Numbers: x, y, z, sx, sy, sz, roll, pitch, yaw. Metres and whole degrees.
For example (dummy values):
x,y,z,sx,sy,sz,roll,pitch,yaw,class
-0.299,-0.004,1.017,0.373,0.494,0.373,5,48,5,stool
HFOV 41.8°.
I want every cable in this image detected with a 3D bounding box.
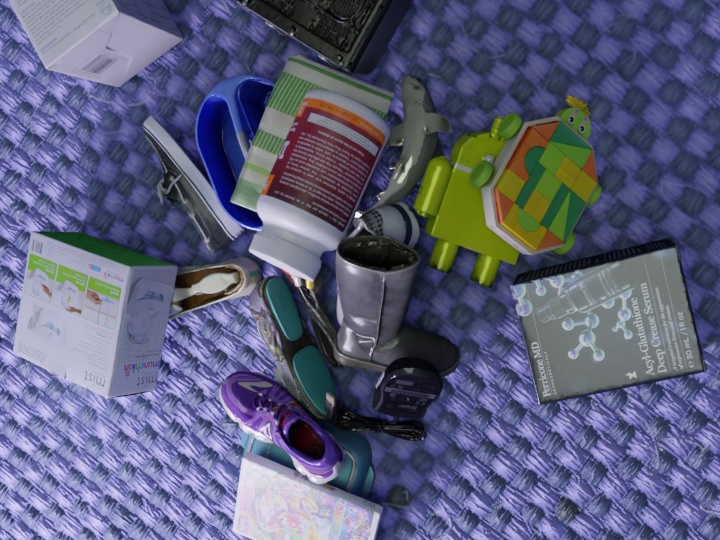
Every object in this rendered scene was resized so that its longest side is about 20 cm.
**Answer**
x,y,z,sx,sy,sz,roll,pitch,yaw,class
-0.074,0.037,1.239,0.096,0.050,0.203,9,116,47,cable

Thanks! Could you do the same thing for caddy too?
x,y,z,sx,sy,sz,roll,pitch,yaw,class
-0.130,-0.151,1.220,0.140,0.105,0.202,-22,90,16,caddy

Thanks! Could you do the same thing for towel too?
x,y,z,sx,sy,sz,roll,pitch,yaw,class
-0.056,-0.152,1.170,0.151,0.023,0.203,21,85,-6,towel

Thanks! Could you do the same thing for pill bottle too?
x,y,z,sx,sy,sz,roll,pitch,yaw,class
-0.052,-0.097,1.100,0.112,0.113,0.202,23,84,11,pill bottle

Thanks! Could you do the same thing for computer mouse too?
x,y,z,sx,sy,sz,roll,pitch,yaw,class
0.026,0.150,1.181,0.138,0.201,0.047,7,57,0,computer mouse

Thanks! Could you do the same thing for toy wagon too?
x,y,z,sx,sy,sz,roll,pitch,yaw,class
0.224,-0.123,1.131,0.154,0.039,0.202,34,81,-21,toy wagon

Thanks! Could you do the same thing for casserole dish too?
x,y,z,sx,sy,sz,roll,pitch,yaw,class
-0.077,0.257,1.281,0.198,0.039,0.123,21,100,10,casserole dish

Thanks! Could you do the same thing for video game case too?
x,y,z,sx,sy,sz,roll,pitch,yaw,class
-0.074,0.334,1.268,0.197,0.018,0.145,19,123,12,video game case

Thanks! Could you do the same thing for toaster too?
x,y,z,sx,sy,sz,roll,pitch,yaw,class
-0.029,-0.367,1.169,0.180,0.119,0.202,32,102,8,toaster

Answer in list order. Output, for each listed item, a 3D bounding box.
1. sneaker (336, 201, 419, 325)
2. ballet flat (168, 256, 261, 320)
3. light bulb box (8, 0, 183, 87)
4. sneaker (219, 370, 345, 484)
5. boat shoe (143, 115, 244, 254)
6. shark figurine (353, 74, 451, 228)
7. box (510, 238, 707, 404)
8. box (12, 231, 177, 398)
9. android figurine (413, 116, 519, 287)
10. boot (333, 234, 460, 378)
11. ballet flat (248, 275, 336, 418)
x,y,z,sx,sy,sz,roll,pitch,yaw,class
0.000,0.000,1.185,0.076,0.080,0.202,44,131,29,sneaker
-0.231,0.023,1.284,0.197,0.062,0.068,-18,90,15,ballet flat
-0.356,-0.364,1.210,0.124,0.198,0.202,-31,86,12,light bulb box
-0.100,0.190,1.223,0.199,0.084,0.081,33,70,19,sneaker
-0.240,-0.113,1.269,0.068,0.074,0.200,-37,95,0,boat shoe
0.065,-0.128,1.193,0.128,0.089,0.217,29,94,44,shark figurine
0.294,0.060,1.134,0.197,0.107,0.151,-14,92,15,box
-0.362,0.055,1.274,0.198,0.096,0.179,16,99,31,box
0.157,-0.085,1.162,0.180,0.041,0.202,20,98,-16,android figurine
0.050,0.046,1.146,0.179,0.073,0.202,4,133,-7,boot
-0.095,0.107,1.265,0.071,0.072,0.203,-24,89,15,ballet flat
